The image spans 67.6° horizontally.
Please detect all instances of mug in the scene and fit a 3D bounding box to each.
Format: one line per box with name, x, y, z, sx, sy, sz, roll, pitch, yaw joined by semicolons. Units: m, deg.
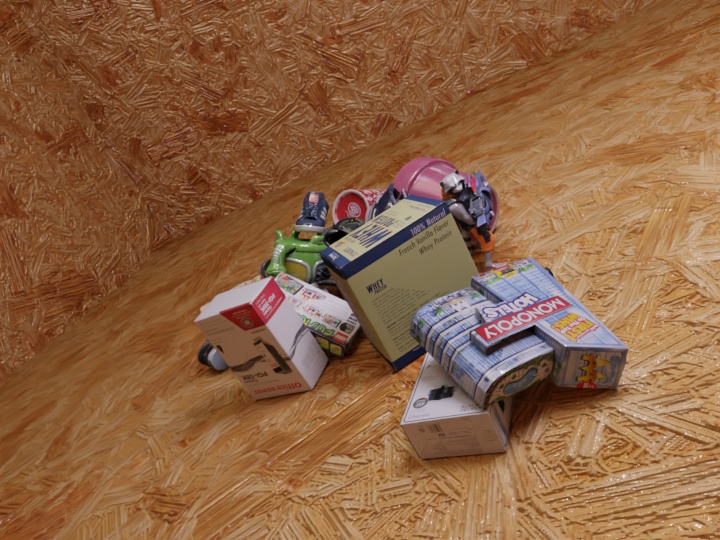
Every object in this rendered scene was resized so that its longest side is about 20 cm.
mug;0.050;-0.138;1.301;0.177;0.134;0.200;5;6;34

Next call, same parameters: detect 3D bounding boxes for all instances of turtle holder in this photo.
turtle holder;-0.131;-0.019;1.219;0.140;0.132;0.186;5;9;-2

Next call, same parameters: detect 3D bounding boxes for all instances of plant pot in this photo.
plant pot;0.187;-0.134;1.149;0.200;0.200;0.179;-39;37;-25

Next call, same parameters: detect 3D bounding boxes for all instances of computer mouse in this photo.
computer mouse;0.000;0.000;1.136;0.199;0.046;0.140;7;18;26

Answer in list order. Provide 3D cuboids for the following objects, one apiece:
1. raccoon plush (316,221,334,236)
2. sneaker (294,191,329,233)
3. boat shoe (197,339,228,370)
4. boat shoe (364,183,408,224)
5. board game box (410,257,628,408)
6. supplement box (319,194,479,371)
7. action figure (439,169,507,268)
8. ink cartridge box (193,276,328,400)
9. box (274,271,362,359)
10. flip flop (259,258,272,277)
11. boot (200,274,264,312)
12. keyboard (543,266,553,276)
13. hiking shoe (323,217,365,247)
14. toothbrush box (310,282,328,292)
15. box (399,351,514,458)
raccoon plush;-0.022;-0.051;1.287;0.097;0.134;0.200;-37;20;-25
sneaker;-0.114;-0.142;1.275;0.075;0.085;0.200;6;16;-3
boat shoe;-0.297;0.149;1.271;0.091;0.071;0.200;1;37;48
boat shoe;0.051;-0.090;1.050;0.093;0.074;0.200;-51;25;35
board game box;0.195;0.076;0.642;0.199;0.062;0.200;-17;34;-23
supplement box;0.074;0.014;0.893;0.200;0.200;0.134;-33;20;-9
action figure;0.199;-0.088;0.978;0.104;0.194;0.200;-22;21;23
ink cartridge box;-0.174;0.127;0.963;0.146;0.200;0.083;-18;25;31
box;-0.096;0.081;1.028;0.200;0.035;0.110;24;41;13
flip flop;-0.169;0.007;1.326;0.200;0.081;0.057;-2;-13;-45
boot;-0.263;0.072;1.150;0.155;0.073;0.200;-30;12;-11
keyboard;0.194;0.039;0.814;0.200;0.104;0.040;-27;59;6
hiking shoe;-0.033;-0.075;1.144;0.200;0.100;0.076;44;117;62
toothbrush box;-0.167;0.116;1.156;0.200;0.085;0.147;-20;21;30
box;0.138;0.142;0.696;0.116;0.060;0.200;-18;23;30
